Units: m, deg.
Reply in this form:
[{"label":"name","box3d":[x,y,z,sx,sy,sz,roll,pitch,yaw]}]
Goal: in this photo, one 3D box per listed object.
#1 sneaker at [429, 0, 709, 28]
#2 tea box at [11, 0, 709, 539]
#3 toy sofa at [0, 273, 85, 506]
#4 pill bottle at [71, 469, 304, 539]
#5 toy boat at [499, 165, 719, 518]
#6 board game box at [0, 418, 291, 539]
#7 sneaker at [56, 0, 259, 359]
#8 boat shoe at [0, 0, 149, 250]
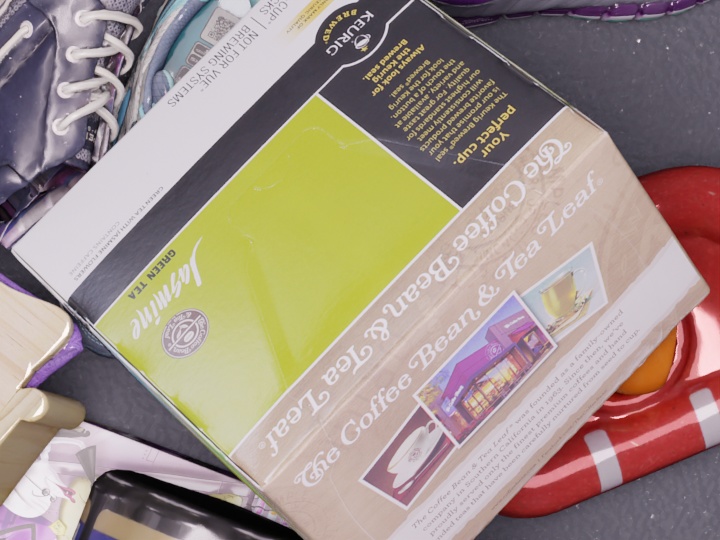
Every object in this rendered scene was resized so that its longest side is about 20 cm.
[{"label":"sneaker","box3d":[0.107,-0.149,1.351,0.200,0.088,0.075,-14,89,-4]},{"label":"tea box","box3d":[0.000,0.000,1.248,0.200,0.134,0.197,-45,49,-4]},{"label":"toy sofa","box3d":[-0.214,0.012,1.307,0.200,0.083,0.098,38,88,9]},{"label":"pill bottle","box3d":[-0.098,0.197,1.287,0.112,0.112,0.200,21,89,-3]},{"label":"toy boat","box3d":[0.120,0.030,1.324,0.200,0.131,0.131,-22,90,-5]},{"label":"board game box","box3d":[-0.103,0.141,1.357,0.200,0.032,0.120,21,91,-4]},{"label":"sneaker","box3d":[-0.090,-0.057,1.333,0.078,0.086,0.200,19,87,-4]},{"label":"boat shoe","box3d":[-0.122,-0.095,1.306,0.200,0.075,0.093,-43,61,21]}]
